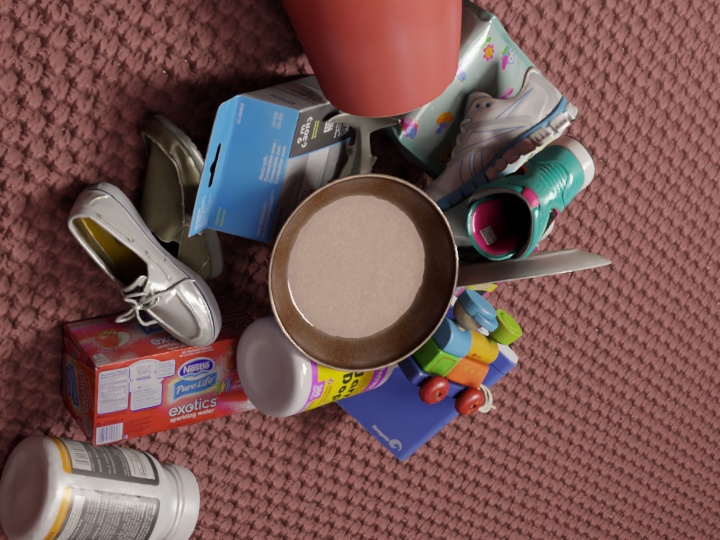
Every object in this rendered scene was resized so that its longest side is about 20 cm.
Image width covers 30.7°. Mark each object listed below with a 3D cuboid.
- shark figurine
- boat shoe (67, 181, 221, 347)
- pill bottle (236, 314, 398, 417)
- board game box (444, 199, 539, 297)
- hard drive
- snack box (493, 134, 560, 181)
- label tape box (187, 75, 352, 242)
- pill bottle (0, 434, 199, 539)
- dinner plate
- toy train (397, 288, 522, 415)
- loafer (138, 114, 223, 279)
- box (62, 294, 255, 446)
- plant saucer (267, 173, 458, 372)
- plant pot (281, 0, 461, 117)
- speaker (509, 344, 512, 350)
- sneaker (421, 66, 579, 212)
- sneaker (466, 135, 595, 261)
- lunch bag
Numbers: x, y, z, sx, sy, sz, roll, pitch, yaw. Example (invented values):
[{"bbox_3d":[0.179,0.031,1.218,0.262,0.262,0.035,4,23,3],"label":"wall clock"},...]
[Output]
[{"bbox_3d":[-0.001,-0.067,1.365,0.128,0.089,0.217,-15,130,-66],"label":"shark figurine"},{"bbox_3d":[-0.216,0.011,1.290,0.074,0.086,0.203,-24,113,26],"label":"boat shoe"},{"bbox_3d":[-0.030,0.086,1.404,0.199,0.104,0.105,-13,126,-45],"label":"pill bottle"},{"bbox_3d":[0.087,-0.001,1.515,0.146,0.065,0.200,8,143,-39],"label":"board game box"},{"bbox_3d":[0.067,0.119,1.515,0.132,0.025,0.200,42,120,-6],"label":"hard drive"},{"bbox_3d":[0.184,-0.137,1.491,0.117,0.037,0.200,-53,173,17],"label":"snack box"},{"bbox_3d":[-0.083,-0.109,1.321,0.200,0.066,0.145,-32,141,-60],"label":"label tape box"},{"bbox_3d":[-0.281,0.248,1.422,0.199,0.116,0.117,18,106,-42],"label":"pill bottle"},{"bbox_3d":[0.168,-0.003,1.401,0.198,0.199,0.025,-10,91,-31],"label":"dinner plate"},{"bbox_3d":[0.130,0.090,1.412,0.116,0.085,0.199,-46,143,17],"label":"toy train"},{"bbox_3d":[-0.189,-0.062,1.323,0.069,0.075,0.202,-29,131,-24],"label":"loafer"},{"bbox_3d":[-0.210,0.103,1.397,0.198,0.095,0.101,-11,122,-32],"label":"box"},{"bbox_3d":[0.000,0.000,1.311,0.198,0.037,0.203,-5,106,-16],"label":"plant saucer"},{"bbox_3d":[0.013,-0.260,1.261,0.199,0.200,0.179,-29,132,-18],"label":"plant pot"},{"bbox_3d":[0.080,0.119,1.572,0.199,0.082,0.081,-28,141,27],"label":"speaker"},{"bbox_3d":[0.123,-0.135,1.361,0.199,0.075,0.087,-37,95,6],"label":"sneaker"},{"bbox_3d":[0.154,-0.050,1.338,0.120,0.084,0.200,-36,169,-26],"label":"sneaker"},{"bbox_3d":[0.110,-0.184,1.437,0.171,0.122,0.200,-50,140,1],"label":"lunch bag"}]
